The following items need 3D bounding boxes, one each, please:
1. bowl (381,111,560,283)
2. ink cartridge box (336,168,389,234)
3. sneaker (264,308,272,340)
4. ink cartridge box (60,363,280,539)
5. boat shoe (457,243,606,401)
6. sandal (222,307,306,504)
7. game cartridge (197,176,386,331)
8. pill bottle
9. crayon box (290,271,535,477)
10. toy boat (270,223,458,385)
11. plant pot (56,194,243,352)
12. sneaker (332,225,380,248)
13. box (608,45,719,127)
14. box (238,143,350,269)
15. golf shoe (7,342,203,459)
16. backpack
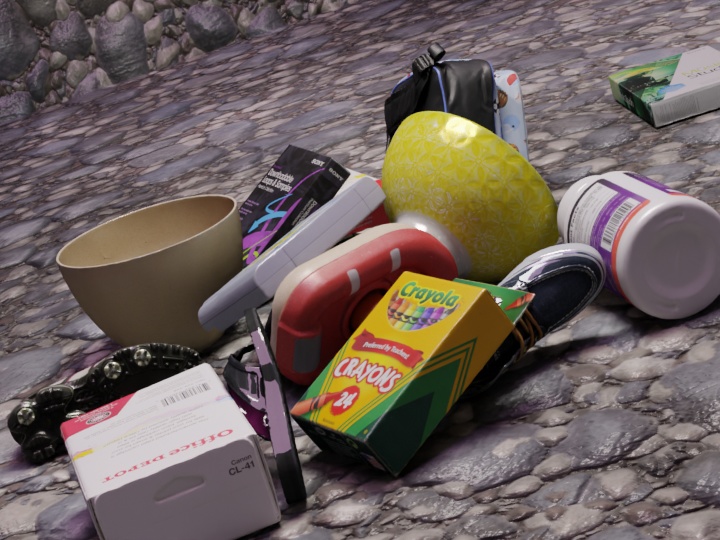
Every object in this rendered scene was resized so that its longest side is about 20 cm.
[{"bbox_3d":[0.091,-0.050,1.843,0.199,0.201,0.108,4,49,49],"label":"bowl"},{"bbox_3d":[-0.033,-0.063,2.156,0.115,0.068,0.200,-23,18,-16],"label":"ink cartridge box"},{"bbox_3d":[-0.067,0.015,1.912,0.075,0.088,0.200,-12,18,14],"label":"sneaker"},{"bbox_3d":[-0.162,0.166,1.538,0.146,0.086,0.200,-21,19,-9],"label":"ink cartridge box"},{"bbox_3d":[0.134,0.053,1.627,0.199,0.071,0.091,-30,20,9],"label":"boat shoe"},{"bbox_3d":[-0.087,0.109,1.547,0.048,0.076,0.201,-14,46,-2],"label":"sandal"},{"bbox_3d":[-0.063,-0.019,1.803,0.133,0.041,0.200,-28,11,49],"label":"game cartridge"},{"bbox_3d":[0.256,-0.031,1.714,0.111,0.112,0.200,-19,18,-10],"label":"pill bottle"},{"bbox_3d":[0.044,0.073,1.562,0.200,0.051,0.127,-50,28,-18],"label":"crayon box"},{"bbox_3d":[0.019,0.046,1.732,0.199,0.131,0.131,-28,51,-32],"label":"toy boat"},{"bbox_3d":[-0.209,0.019,1.955,0.198,0.136,0.200,-14,17,4],"label":"plant pot"},{"bbox_3d":[0.000,0.000,1.866,0.082,0.078,0.200,-40,-2,35],"label":"sneaker"},{"bbox_3d":[0.410,-0.236,2.338,0.143,0.037,0.200,-17,16,-3],"label":"box"},{"bbox_3d":[-0.106,-0.051,2.083,0.200,0.036,0.143,-52,24,-7],"label":"box"},{"bbox_3d":[-0.249,0.116,1.797,0.198,0.078,0.088,-18,10,-7],"label":"golf shoe"},{"bbox_3d":[0.104,-0.154,2.125,0.153,0.202,0.190,-3,1,-25],"label":"backpack"}]
